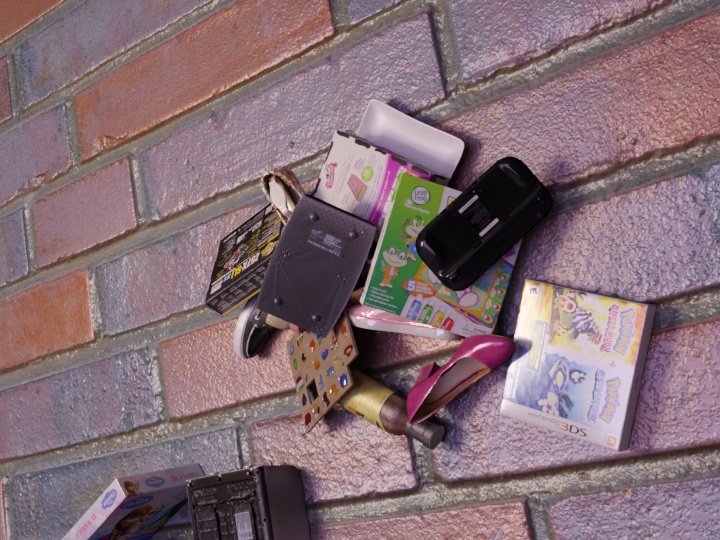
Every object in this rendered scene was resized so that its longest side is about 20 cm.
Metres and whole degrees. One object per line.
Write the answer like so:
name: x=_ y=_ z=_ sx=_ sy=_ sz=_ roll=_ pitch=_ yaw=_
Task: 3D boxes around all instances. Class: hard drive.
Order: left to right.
hard drive: x=-0.068 y=-0.009 z=1.355 sx=0.134 sy=0.042 sz=0.201 roll=23 pitch=111 yaw=-5

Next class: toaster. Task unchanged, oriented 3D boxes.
toaster: x=-0.187 y=0.428 z=1.494 sx=0.180 sy=0.118 sz=0.202 roll=-19 pitch=75 yaw=33

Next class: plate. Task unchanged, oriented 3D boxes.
plate: x=0.058 y=-0.146 z=1.420 sx=0.199 sy=0.032 sz=0.201 roll=31 pitch=104 yaw=32

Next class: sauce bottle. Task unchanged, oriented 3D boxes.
sauce bottle: x=0.040 y=0.215 z=1.385 sx=0.199 sy=0.064 sz=0.065 roll=25 pitch=100 yaw=35

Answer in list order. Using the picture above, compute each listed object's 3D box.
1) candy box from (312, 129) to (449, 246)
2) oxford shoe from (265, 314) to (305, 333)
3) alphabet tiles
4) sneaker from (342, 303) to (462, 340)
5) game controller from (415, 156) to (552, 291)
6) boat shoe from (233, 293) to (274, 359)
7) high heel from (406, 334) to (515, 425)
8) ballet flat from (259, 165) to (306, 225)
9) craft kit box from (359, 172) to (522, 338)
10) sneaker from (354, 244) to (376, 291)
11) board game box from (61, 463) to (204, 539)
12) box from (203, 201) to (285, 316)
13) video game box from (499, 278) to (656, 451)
candy box: x=0.025 y=-0.120 z=1.384 sx=0.199 sy=0.061 sz=0.138 roll=30 pitch=105 yaw=32
oxford shoe: x=-0.108 y=0.002 z=1.468 sx=0.073 sy=0.071 sz=0.202 roll=6 pitch=64 yaw=17
alphabet tiles: x=-0.062 y=0.142 z=1.435 sx=0.200 sy=0.007 sz=0.168 roll=-50 pitch=45 yaw=43
sneaker: x=0.068 y=0.045 z=1.372 sx=0.198 sy=0.075 sz=0.106 roll=6 pitch=94 yaw=27
game controller: x=0.173 y=-0.067 z=1.251 sx=0.200 sy=0.042 sz=0.104 roll=-42 pitch=81 yaw=-1
boat shoe: x=-0.160 y=0.067 z=1.535 sx=0.056 sy=0.068 sz=0.202 roll=28 pitch=100 yaw=32
high heel: x=0.141 y=0.159 z=1.279 sx=0.199 sy=0.067 sz=0.097 roll=-25 pitch=35 yaw=42
ballet flat: x=-0.099 y=-0.079 z=1.395 sx=0.075 sy=0.064 sz=0.201 roll=-40 pitch=76 yaw=17
craft kit box: x=0.121 y=-0.017 z=1.285 sx=0.198 sy=0.049 sz=0.200 roll=17 pitch=90 yaw=-5
sneaker: x=0.000 y=0.000 z=1.421 sx=0.199 sy=0.066 sz=0.092 roll=24 pitch=111 yaw=50
board game box: x=-0.407 y=0.433 z=1.598 sx=0.200 sy=0.199 sz=0.041 roll=-47 pitch=64 yaw=23
box: x=-0.175 y=-0.032 z=1.510 sx=0.199 sy=0.049 sz=0.161 roll=-33 pitch=36 yaw=32
video game box: x=0.296 y=0.127 z=1.227 sx=0.181 sy=0.047 sz=0.202 roll=12 pitch=94 yaw=32
